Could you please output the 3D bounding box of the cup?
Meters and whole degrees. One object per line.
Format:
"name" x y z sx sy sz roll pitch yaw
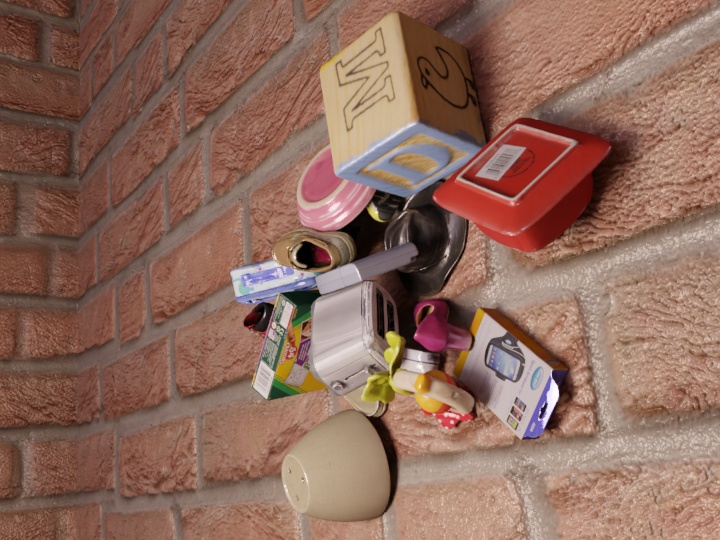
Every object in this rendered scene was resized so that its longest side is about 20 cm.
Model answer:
"cup" -0.058 0.367 1.470 0.199 0.141 0.205 18 112 53

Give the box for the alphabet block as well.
"alphabet block" 0.068 -0.265 1.341 0.195 0.193 0.204 -25 66 38

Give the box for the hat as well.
"hat" 0.090 -0.058 1.395 0.199 0.080 0.205 -14 74 54

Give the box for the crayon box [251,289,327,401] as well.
"crayon box" -0.107 0.140 1.569 0.058 0.171 0.203 32 113 36

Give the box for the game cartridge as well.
"game cartridge" 0.000 0.000 1.358 0.042 0.131 0.199 66 157 -2

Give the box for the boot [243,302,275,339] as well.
"boot" -0.203 0.141 1.740 0.201 0.142 0.073 -59 44 34

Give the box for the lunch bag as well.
"lunch bag" -0.149 0.008 1.612 0.196 0.160 0.084 -14 89 21

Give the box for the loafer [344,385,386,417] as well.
"loafer" -0.029 0.189 1.492 0.076 0.068 0.201 -44 78 34

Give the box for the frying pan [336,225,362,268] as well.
"frying pan" -0.025 -0.021 1.518 0.190 0.030 0.117 -70 -1 -69

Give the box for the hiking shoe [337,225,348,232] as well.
"hiking shoe" -0.048 -0.097 1.576 0.201 0.075 0.102 -100 35 -68

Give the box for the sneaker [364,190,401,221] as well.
"sneaker" 0.015 -0.141 1.527 0.091 0.077 0.201 -63 29 28

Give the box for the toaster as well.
"toaster" -0.009 0.104 1.383 0.127 0.114 0.203 -23 43 23

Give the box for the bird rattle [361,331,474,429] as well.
"bird rattle" 0.105 0.191 1.243 0.114 0.199 0.162 -60 21 -13

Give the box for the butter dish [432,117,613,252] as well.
"butter dish" 0.239 -0.098 1.143 0.200 0.149 0.199 -42 37 -12

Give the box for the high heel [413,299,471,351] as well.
"high heel" 0.100 0.085 1.321 0.200 0.094 0.069 -129 54 -66

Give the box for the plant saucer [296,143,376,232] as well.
"plant saucer" -0.047 -0.164 1.484 0.199 0.051 0.203 -29 43 30

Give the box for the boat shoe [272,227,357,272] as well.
"boat shoe" -0.097 -0.034 1.443 0.198 0.066 0.075 -4 106 44

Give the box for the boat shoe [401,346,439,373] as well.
"boat shoe" 0.058 0.164 1.419 0.199 0.072 0.067 2 83 56

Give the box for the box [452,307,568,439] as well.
"box" 0.225 0.156 1.209 0.200 0.041 0.121 42 120 47
